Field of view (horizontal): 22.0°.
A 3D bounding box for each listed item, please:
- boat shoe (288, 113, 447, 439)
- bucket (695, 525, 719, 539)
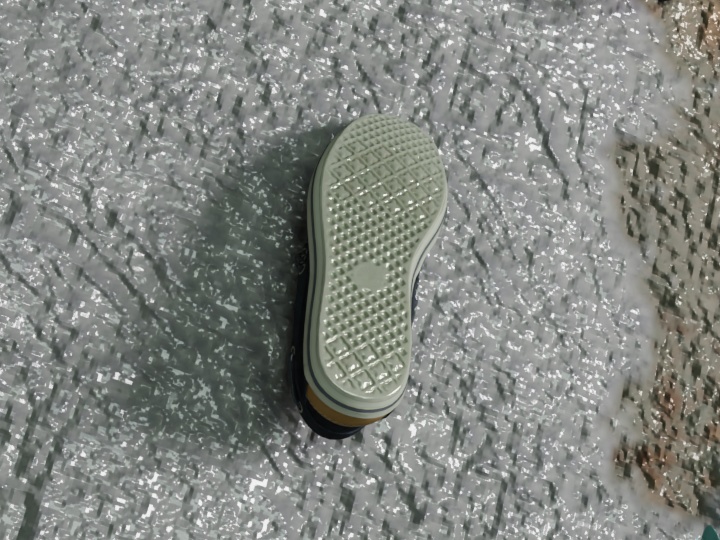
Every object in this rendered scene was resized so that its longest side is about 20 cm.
[{"bbox_3d":[0.000,0.000,0.956,0.075,0.062,0.200,16,51,-10],"label":"boat shoe"},{"bbox_3d":[0.252,0.210,0.905,0.207,0.207,0.135,16,75,-16],"label":"bucket"}]
